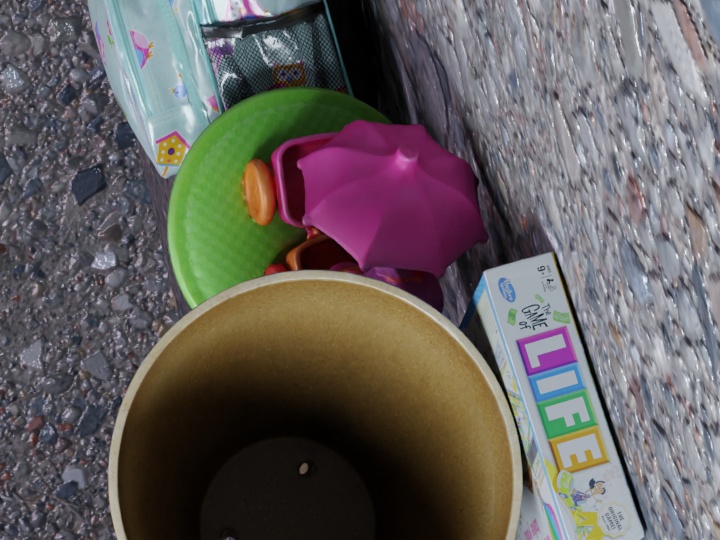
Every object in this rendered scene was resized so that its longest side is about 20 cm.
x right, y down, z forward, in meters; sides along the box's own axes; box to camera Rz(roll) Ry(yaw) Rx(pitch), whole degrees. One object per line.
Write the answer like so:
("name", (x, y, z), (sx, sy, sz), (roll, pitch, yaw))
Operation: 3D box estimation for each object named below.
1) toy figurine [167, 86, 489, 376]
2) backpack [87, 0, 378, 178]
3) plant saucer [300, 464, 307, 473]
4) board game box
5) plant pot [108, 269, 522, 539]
("toy figurine", (0.000, 0.000, 1.420), (0.184, 0.149, 0.201), (174, 86, -73))
("backpack", (-0.076, -0.154, 1.589), (0.176, 0.152, 0.201), (-113, 16, -73))
("plant saucer", (-0.007, 0.147, 1.671), (0.034, 0.200, 0.201), (30, 151, 23))
("board game box", (0.082, 0.082, 1.345), (0.200, 0.034, 0.135), (106, 147, -76))
("plant pot", (-0.029, 0.113, 1.359), (0.200, 0.185, 0.187), (115, 138, -76))
